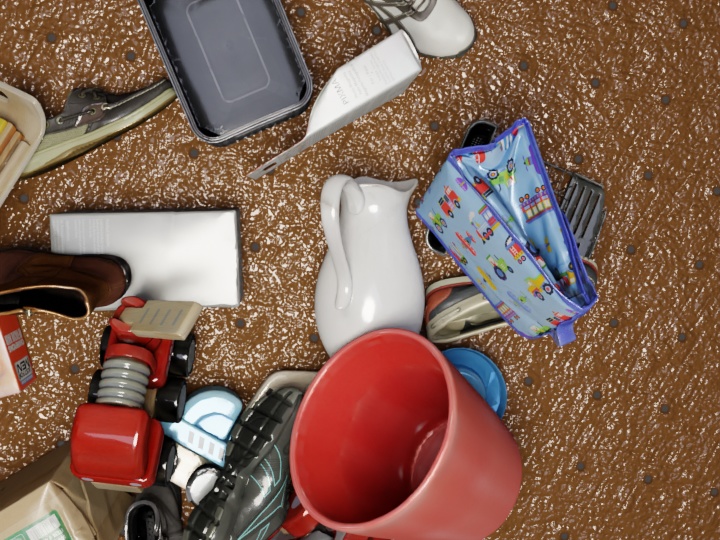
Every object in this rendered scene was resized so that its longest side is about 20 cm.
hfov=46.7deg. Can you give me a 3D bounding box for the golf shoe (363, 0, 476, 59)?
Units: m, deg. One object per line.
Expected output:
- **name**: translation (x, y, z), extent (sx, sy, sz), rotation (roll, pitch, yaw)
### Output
- **golf shoe**: translation (0.044, -0.298, 0.895), extent (0.199, 0.094, 0.078), rotation (32, 91, -8)

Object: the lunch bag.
- **lunch bag**: translation (0.150, -0.017, 0.814), extent (0.093, 0.151, 0.202), rotation (-25, 80, -14)

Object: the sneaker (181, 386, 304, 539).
- **sneaker**: translation (-0.107, 0.217, 0.866), extent (0.079, 0.075, 0.202), rotation (37, 76, -31)

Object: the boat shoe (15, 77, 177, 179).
- **boat shoe**: translation (-0.292, -0.163, 0.890), extent (0.198, 0.073, 0.065), rotation (-27, 102, -1)

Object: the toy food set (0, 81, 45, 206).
- **toy food set**: translation (-0.426, -0.110, 0.845), extent (0.142, 0.060, 0.202), rotation (23, 78, 21)

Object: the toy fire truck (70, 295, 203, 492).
- **toy fire truck**: translation (-0.209, 0.104, 0.791), extent (0.127, 0.201, 0.178), rotation (7, 64, 0)

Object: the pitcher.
- **pitcher**: translation (0.000, 0.000, 0.884), extent (0.120, 0.171, 0.203), rotation (5, 95, 28)

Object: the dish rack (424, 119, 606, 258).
- **dish rack**: translation (0.182, -0.064, 0.948), extent (0.198, 0.055, 0.155), rotation (22, 95, -7)

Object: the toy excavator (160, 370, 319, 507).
- **toy excavator**: translation (-0.131, 0.166, 0.932), extent (0.193, 0.100, 0.202), rotation (30, 84, -8)

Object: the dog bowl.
- **dog bowl**: translation (0.076, 0.170, 0.965), extent (0.199, 0.050, 0.112), rotation (-40, 97, 1)

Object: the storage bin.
- **storage bin**: translation (-0.143, -0.245, 0.885), extent (0.134, 0.094, 0.202), rotation (-23, 96, -2)

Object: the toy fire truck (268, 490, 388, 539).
- **toy fire truck**: translation (-0.070, 0.324, 0.888), extent (0.112, 0.199, 0.169), rotation (42, 53, -14)

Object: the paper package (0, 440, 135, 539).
- **paper package**: translation (-0.357, 0.281, 0.870), extent (0.198, 0.191, 0.104), rotation (-30, 99, -2)

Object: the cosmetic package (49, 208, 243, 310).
- **cosmetic package**: translation (-0.226, -0.014, 0.906), extent (0.197, 0.090, 0.109), rotation (0, 96, -7)

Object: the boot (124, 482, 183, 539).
- **boot**: translation (-0.222, 0.334, 0.915), extent (0.069, 0.132, 0.203), rotation (-14, 96, -4)

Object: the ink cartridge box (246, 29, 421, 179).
- **ink cartridge box**: translation (-0.038, -0.166, 0.865), extent (0.198, 0.163, 0.058), rotation (-27, 96, -1)

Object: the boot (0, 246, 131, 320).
- **boot**: translation (-0.317, 0.026, 0.761), extent (0.185, 0.200, 0.070), rotation (4, 98, -3)

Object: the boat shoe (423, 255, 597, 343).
- **boat shoe**: translation (0.164, 0.034, 0.920), extent (0.197, 0.063, 0.072), rotation (-12, 134, 17)

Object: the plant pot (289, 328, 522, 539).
- **plant pot**: translation (0.058, 0.183, 0.833), extent (0.177, 0.200, 0.201), rotation (35, 92, -39)

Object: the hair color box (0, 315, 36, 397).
- **hair color box**: translation (-0.441, 0.046, 0.904), extent (0.109, 0.064, 0.203), rotation (-16, 98, -4)
